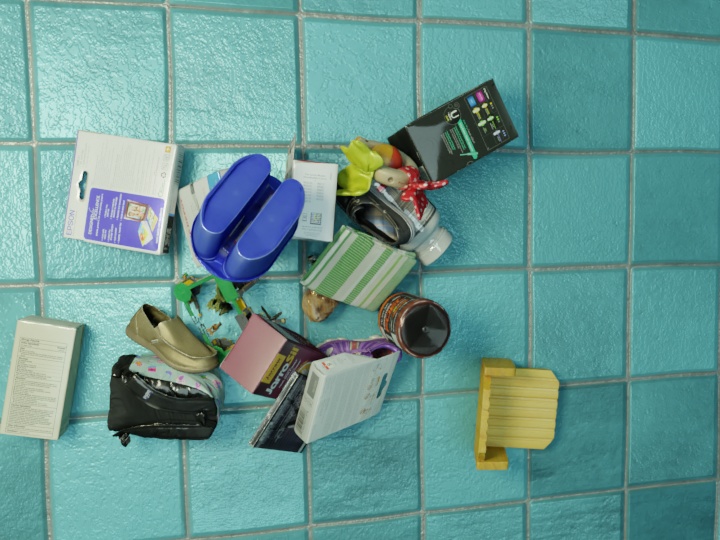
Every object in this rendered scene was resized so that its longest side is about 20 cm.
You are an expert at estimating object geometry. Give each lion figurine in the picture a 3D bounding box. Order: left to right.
[{"bbox_3d":[-0.036,0.009,1.232,0.198,0.072,0.124,-29,112,-15],"label":"lion figurine"}]

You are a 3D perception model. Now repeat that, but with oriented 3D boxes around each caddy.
[{"bbox_3d":[-0.173,-0.079,0.972,0.140,0.105,0.202,36,62,-6],"label":"caddy"}]

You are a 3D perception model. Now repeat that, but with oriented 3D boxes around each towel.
[{"bbox_3d":[0.000,0.000,1.171,0.198,0.024,0.153,19,119,-42],"label":"towel"}]

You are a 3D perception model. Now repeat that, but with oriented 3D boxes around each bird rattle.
[{"bbox_3d":[0.054,-0.185,1.108,0.195,0.165,0.114,7,127,-12],"label":"bird rattle"}]

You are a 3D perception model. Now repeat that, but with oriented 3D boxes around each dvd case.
[{"bbox_3d":[-0.118,0.272,1.183,0.016,0.200,0.150,30,85,28],"label":"dvd case"}]

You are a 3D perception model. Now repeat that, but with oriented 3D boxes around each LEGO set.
[{"bbox_3d":[-0.245,0.066,1.189,0.152,0.116,0.202,-32,96,21],"label":"LEGO set"}]

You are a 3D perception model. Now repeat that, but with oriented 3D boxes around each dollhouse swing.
[{"bbox_3d":[0.328,0.296,1.286,0.172,0.182,0.205,6,92,8],"label":"dollhouse swing"}]

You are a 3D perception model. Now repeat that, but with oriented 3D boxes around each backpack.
[{"bbox_3d":[-0.348,0.230,1.143,0.195,0.127,0.170,9,120,-8],"label":"backpack"}]

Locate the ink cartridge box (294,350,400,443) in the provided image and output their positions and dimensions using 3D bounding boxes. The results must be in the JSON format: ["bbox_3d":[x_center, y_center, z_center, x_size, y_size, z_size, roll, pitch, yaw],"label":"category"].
[{"bbox_3d":[-0.025,0.226,1.194,0.198,0.050,0.165,-13,128,-45],"label":"ink cartridge box"}]

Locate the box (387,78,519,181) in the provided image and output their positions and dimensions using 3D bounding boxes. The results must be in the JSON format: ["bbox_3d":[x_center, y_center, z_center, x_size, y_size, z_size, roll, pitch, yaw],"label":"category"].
[{"bbox_3d":[0.177,-0.260,1.221,0.198,0.148,0.126,-30,98,-9],"label":"box"}]

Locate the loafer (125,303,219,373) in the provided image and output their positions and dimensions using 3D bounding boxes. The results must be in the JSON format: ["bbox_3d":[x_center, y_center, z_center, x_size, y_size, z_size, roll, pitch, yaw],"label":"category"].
[{"bbox_3d":[-0.341,0.122,1.134,0.197,0.076,0.069,22,108,13],"label":"loafer"}]

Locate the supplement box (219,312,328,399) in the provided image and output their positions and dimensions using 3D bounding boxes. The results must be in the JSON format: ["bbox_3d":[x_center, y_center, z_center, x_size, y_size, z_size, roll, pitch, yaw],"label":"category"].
[{"bbox_3d":[-0.149,0.165,1.133,0.085,0.200,0.111,32,86,25],"label":"supplement box"}]

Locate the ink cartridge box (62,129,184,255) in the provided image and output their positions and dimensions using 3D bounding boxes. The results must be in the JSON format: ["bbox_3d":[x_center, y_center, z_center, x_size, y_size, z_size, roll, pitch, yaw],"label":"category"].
[{"bbox_3d":[-0.431,-0.142,1.139,0.195,0.043,0.203,10,91,7],"label":"ink cartridge box"}]

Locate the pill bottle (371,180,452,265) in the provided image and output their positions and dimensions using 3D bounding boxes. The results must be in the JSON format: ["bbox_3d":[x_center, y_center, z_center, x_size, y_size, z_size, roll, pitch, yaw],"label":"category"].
[{"bbox_3d":[0.087,-0.109,1.230,0.111,0.111,0.200,-46,101,-6],"label":"pill bottle"}]

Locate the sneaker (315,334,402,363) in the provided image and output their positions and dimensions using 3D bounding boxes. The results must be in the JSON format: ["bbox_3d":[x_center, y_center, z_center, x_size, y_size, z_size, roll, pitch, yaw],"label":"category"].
[{"bbox_3d":[-0.011,0.171,1.240,0.196,0.083,0.082,-12,96,-11],"label":"sneaker"}]

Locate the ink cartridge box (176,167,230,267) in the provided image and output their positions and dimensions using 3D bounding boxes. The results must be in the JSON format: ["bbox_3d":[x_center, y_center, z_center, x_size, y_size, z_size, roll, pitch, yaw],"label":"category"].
[{"bbox_3d":[-0.240,-0.093,1.110,0.083,0.198,0.148,-19,97,-36],"label":"ink cartridge box"}]

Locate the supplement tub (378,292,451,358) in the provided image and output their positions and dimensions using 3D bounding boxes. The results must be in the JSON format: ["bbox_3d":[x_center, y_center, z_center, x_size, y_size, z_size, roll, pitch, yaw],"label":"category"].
[{"bbox_3d":[0.094,0.099,1.199,0.104,0.200,0.110,-1,92,-12],"label":"supplement tub"}]

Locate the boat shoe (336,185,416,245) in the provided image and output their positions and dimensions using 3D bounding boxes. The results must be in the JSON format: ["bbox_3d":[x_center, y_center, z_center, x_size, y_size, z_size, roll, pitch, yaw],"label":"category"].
[{"bbox_3d":[0.009,-0.107,1.138,0.199,0.066,0.071,40,123,19],"label":"boat shoe"}]

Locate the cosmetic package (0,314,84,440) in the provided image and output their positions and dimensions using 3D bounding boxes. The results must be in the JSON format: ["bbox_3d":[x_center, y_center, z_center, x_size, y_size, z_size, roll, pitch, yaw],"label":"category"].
[{"bbox_3d":[-0.569,0.190,1.125,0.103,0.071,0.205,11,91,-12],"label":"cosmetic package"}]

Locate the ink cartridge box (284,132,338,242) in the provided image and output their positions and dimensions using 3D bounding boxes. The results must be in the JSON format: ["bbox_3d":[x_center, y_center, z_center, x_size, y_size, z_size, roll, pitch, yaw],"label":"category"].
[{"bbox_3d":[-0.096,-0.144,1.142,0.082,0.200,0.180,4,93,-11],"label":"ink cartridge box"}]
